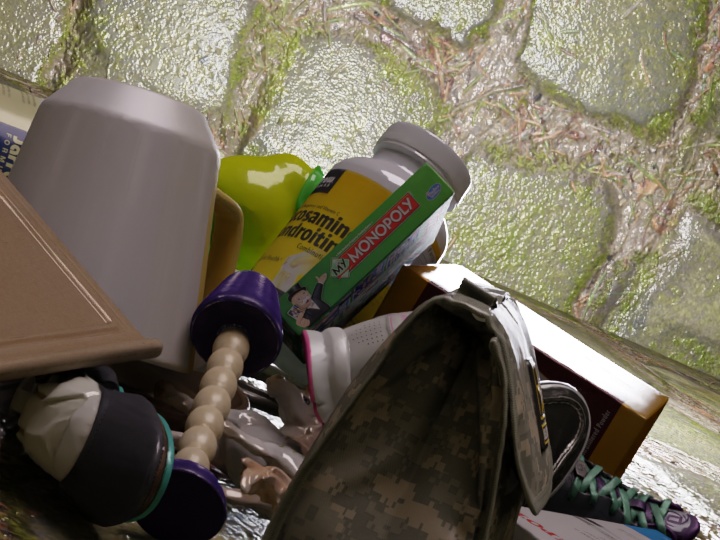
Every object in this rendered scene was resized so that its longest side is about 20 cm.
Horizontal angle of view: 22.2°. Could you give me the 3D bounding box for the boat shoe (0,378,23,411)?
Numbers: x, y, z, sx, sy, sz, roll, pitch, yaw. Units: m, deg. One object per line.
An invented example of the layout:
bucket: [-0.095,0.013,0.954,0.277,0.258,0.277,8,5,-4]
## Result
boat shoe: [-0.258,0.027,0.997,0.199,0.069,0.072,19,8,-39]

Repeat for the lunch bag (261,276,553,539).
lunch bag: [0.032,0.100,0.893,0.117,0.201,0.164,24,5,8]

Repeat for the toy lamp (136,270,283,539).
toy lamp: [-0.079,0.067,1.024,0.058,0.058,0.201,23,33,-8]

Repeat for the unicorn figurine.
unicorn figurine: [-0.064,0.107,1.126,0.137,0.074,0.200,22,23,-28]

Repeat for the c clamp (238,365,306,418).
c clamp: [-0.049,0.096,1.420,0.170,0.027,0.200,26,6,11]

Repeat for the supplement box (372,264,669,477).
supplement box: [0.101,0.103,1.348,0.199,0.133,0.197,32,8,12]

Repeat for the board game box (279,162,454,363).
board game box: [0.000,0.000,1.233,0.029,0.135,0.200,46,-7,5]

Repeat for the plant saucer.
plant saucer: [-0.169,0.062,1.233,0.199,0.030,0.200,25,5,-2]

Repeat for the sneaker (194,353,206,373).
sneaker: [-0.144,0.006,1.303,0.080,0.070,0.201,34,19,-44]

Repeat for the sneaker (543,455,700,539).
sneaker: [0.162,0.149,1.168,0.200,0.087,0.075,46,36,-21]

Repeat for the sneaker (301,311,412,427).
sneaker: [0.038,0.101,1.143,0.201,0.088,0.082,59,14,-44]

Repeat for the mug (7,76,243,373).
mug: [-0.153,-0.029,1.122,0.148,0.155,0.187,15,-5,2]

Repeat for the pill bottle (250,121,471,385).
pill bottle: [-0.003,-0.015,1.410,0.112,0.200,0.112,32,-20,14]

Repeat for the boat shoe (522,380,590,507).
boat shoe: [0.078,0.121,1.067,0.199,0.071,0.064,-32,3,-38]

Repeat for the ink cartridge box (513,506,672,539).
ink cartridge box: [0.152,0.203,1.022,0.146,0.086,0.199,30,10,41]

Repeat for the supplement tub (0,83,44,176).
supplement tub: [-0.293,-0.070,1.298,0.199,0.146,0.145,20,7,-22]

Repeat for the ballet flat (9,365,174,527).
ballet flat: [-0.149,0.084,0.956,0.073,0.074,0.200,22,1,-18]

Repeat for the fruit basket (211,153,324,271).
fruit basket: [-0.127,-0.022,1.465,0.213,0.157,0.216,7,10,-1]

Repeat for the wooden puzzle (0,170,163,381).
wooden puzzle: [-0.226,0.000,0.957,0.200,0.037,0.184,41,27,28]
